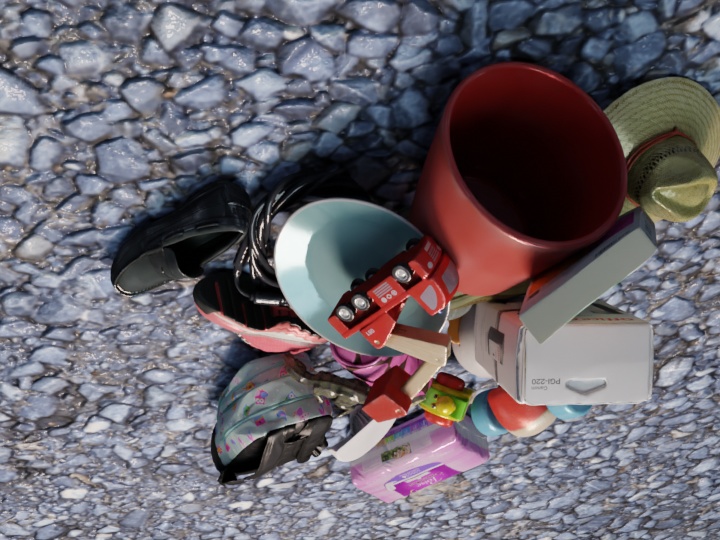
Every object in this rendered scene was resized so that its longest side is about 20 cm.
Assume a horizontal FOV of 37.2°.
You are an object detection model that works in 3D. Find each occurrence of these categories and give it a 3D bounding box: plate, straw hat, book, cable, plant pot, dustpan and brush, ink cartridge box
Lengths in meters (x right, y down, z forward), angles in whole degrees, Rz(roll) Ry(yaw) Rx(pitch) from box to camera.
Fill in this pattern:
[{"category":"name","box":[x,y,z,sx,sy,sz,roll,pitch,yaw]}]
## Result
[{"category":"plate","box":[0.003,0.005,1.118,0.197,0.026,0.203,12,128,16]},{"category":"straw hat","box":[0.324,-0.097,1.119,0.198,0.085,0.204,-14,131,-16]},{"category":"book","box":[0.221,-0.004,1.021,0.133,0.048,0.200,-40,177,18]},{"category":"cable","box":[-0.048,-0.026,1.162,0.161,0.051,0.202,19,128,-11]},{"category":"plant pot","box":[0.141,-0.075,1.070,0.197,0.204,0.178,1,155,-18]},{"category":"dustpan and brush","box":[-0.001,0.234,1.560,0.139,0.057,0.201,-39,158,-19]},{"category":"ink cartridge box","box":[0.213,0.081,1.154,0.143,0.087,0.200,-1,-171,-7]}]

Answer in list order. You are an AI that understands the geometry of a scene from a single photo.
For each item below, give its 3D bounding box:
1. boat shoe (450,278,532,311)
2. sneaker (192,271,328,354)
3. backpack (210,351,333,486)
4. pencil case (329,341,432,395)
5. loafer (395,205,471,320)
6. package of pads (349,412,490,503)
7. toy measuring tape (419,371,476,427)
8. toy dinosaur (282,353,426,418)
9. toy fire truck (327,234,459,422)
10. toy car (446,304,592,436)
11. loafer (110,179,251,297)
[{"category":"boat shoe","box":[0.111,0.006,1.186,0.197,0.064,0.073,-10,-174,-5]},{"category":"sneaker","box":[-0.124,0.066,1.282,0.198,0.075,0.087,19,137,-36]},{"category":"backpack","box":[-0.116,0.193,1.410,0.165,0.128,0.200,-19,163,-26]},{"category":"pencil case","box":[0.036,0.106,1.359,0.089,0.095,0.200,14,165,23]},{"category":"loafer","box":[0.075,-0.015,1.240,0.071,0.064,0.201,-22,141,8]},{"category":"package of pads","box":[0.091,0.283,1.650,0.198,0.077,0.120,-28,141,23]},{"category":"toy measuring tape","box":[0.120,0.174,1.489,0.072,0.075,0.200,-18,177,11]},{"category":"toy dinosaur","box":[-0.006,0.152,1.304,0.197,0.048,0.088,12,159,22]},{"category":"toy fire truck","box":[0.044,0.064,1.094,0.141,0.049,0.199,45,131,-12]},{"category":"toy car","box":[0.189,0.089,1.368,0.200,0.178,0.184,43,148,-14]},{"category":"loafer","box":[-0.195,-0.021,1.139,0.199,0.071,0.068,-31,140,27]}]
